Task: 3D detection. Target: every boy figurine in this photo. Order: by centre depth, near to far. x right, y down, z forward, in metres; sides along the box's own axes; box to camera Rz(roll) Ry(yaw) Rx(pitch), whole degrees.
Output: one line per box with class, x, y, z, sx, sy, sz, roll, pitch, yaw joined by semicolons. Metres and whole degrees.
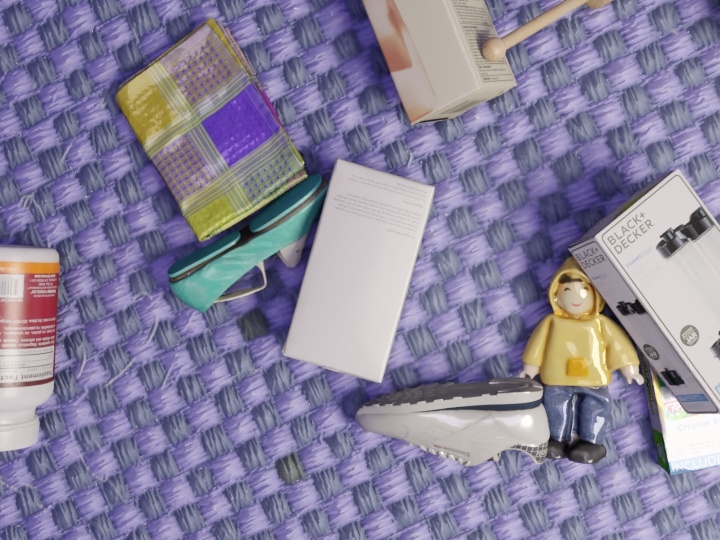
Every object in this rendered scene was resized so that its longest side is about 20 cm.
boy figurine;0.222;0.088;0.859;0.123;0.064;0.203;6;96;27

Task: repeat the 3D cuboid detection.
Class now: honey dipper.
honey dipper;0.190;-0.252;0.827;0.199;0.038;0.038;-33;90;-26

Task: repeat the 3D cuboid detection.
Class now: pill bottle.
pill bottle;-0.371;0.075;0.875;0.111;0.113;0.203;4;92;3

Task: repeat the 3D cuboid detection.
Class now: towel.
towel;-0.159;-0.147;0.887;0.143;0.023;0.201;-31;80;3

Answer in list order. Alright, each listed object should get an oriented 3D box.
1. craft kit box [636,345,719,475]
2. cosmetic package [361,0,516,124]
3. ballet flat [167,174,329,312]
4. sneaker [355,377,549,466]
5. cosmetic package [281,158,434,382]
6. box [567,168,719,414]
craft kit box;0.387;0.089;0.868;0.197;0.049;0.200;-11;93;3
cosmetic package;0.066;-0.255;0.836;0.087;0.103;0.202;-21;89;34
ballet flat;-0.105;-0.022;0.889;0.199;0.067;0.071;-32;114;4
sneaker;0.089;0.158;0.859;0.197;0.076;0.082;-5;99;21
cosmetic package;0.000;0.000;0.866;0.106;0.085;0.203;17;93;3
box;0.304;0.022;0.807;0.116;0.060;0.201;-35;89;-14
